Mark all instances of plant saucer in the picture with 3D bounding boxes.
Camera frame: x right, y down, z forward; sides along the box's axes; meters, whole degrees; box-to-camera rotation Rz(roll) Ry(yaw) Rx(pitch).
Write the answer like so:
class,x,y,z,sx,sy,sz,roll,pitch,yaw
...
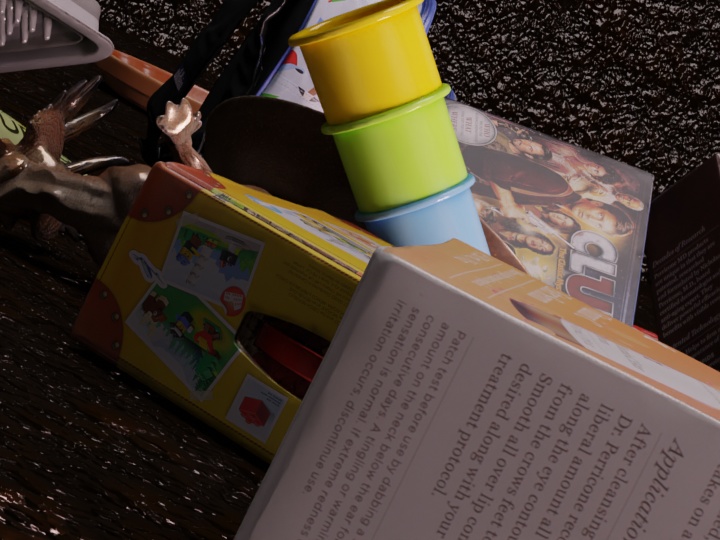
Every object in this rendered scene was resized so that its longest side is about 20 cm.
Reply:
class,x,y,z,sx,sy,sz,roll,pitch,yaw
plant saucer,0.000,0.000,1.132,0.200,0.037,0.200,31,-22,14
plant saucer,-0.145,-0.141,2.146,0.200,0.032,0.200,26,5,-2

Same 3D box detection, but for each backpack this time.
class,x,y,z,sx,sy,sz,roll,pitch,yaw
backpack,-0.028,-0.099,1.453,0.154,0.191,0.200,25,5,-15

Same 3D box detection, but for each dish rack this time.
class,x,y,z,sx,sy,sz,roll,pitch,yaw
dish rack,-0.240,-0.152,1.271,0.172,0.044,0.200,-4,-17,25

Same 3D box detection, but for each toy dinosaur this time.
class,x,y,z,sx,sy,sz,roll,pitch,yaw
toy dinosaur,-0.081,-0.021,1.065,0.200,0.086,0.136,30,-4,-31

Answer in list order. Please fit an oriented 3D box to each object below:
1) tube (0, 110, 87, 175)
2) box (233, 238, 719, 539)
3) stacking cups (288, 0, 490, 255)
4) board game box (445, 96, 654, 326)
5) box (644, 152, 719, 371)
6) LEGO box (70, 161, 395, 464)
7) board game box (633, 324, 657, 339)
class,x,y,z,sx,sy,sz,roll,pitch,yaw
tube,-0.186,-0.063,1.135,0.200,0.052,0.058,28,43,-50
box,0.081,0.081,0.697,0.200,0.106,0.152,27,5,7
stacking cups,0.033,-0.015,1.020,0.061,0.060,0.200,-121,-170,-80
board game box,0.083,-0.006,1.314,0.135,0.035,0.200,20,39,-4
box,0.222,0.044,1.346,0.100,0.075,0.200,24,47,-31
LEGO box,0.019,0.045,0.901,0.200,0.077,0.149,30,6,29
board game box,0.148,0.064,1.448,0.200,0.056,0.196,23,6,-33
